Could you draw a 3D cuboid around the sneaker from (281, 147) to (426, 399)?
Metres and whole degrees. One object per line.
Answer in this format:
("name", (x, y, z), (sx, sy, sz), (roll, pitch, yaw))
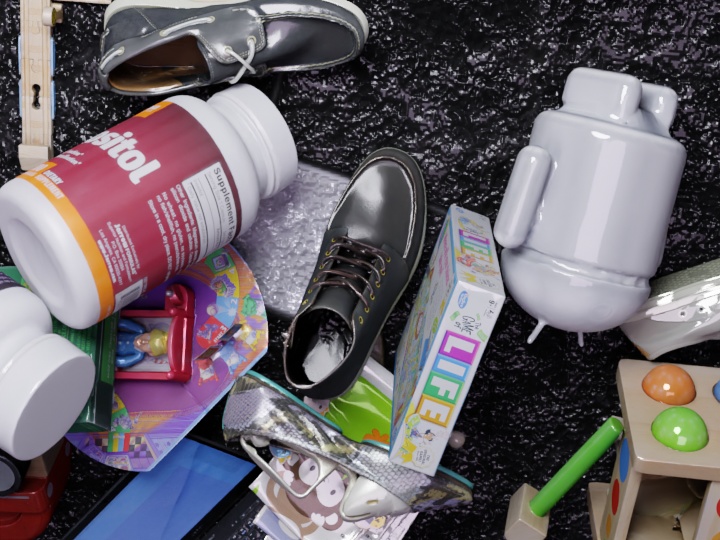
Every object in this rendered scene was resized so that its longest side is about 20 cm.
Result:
("sneaker", (0.000, 0.000, 0.912), (0.074, 0.106, 0.202), (17, 85, 5))

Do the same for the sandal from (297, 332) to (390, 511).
("sandal", (-0.014, 0.117, 1.004), (0.081, 0.055, 0.202), (-4, 92, -2))

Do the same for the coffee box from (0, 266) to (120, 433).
("coffee box", (-0.281, 0.060, 0.933), (0.198, 0.044, 0.124), (-3, 73, 12))

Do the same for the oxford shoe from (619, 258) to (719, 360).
("oxford shoe", (0.293, 0.020, 0.945), (0.198, 0.075, 0.058), (-19, 99, 16))

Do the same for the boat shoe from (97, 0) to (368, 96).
("boat shoe", (-0.093, -0.159, 0.904), (0.198, 0.068, 0.072), (-2, 138, 4))

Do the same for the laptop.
("laptop", (-0.126, 0.249, 1.015), (0.177, 0.103, 0.200), (-44, 83, 15))

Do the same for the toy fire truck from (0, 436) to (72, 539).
("toy fire truck", (-0.327, 0.201, 1.018), (0.174, 0.129, 0.202), (1, 125, 7))

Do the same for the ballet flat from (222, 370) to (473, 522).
("ballet flat", (-0.016, 0.147, 0.925), (0.199, 0.072, 0.073), (26, 107, 4))

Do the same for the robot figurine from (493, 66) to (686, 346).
("robot figurine", (0.168, -0.042, 0.903), (0.168, 0.113, 0.202), (10, 98, -34))

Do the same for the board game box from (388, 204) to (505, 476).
("board game box", (0.060, 0.043, 0.897), (0.034, 0.200, 0.136), (19, 107, -3))

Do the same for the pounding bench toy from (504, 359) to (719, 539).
("pounding bench toy", (0.216, 0.154, 0.945), (0.198, 0.125, 0.157), (5, 121, 1))

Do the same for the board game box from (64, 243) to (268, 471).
("board game box", (-0.173, 0.050, 0.952), (0.200, 0.039, 0.158), (-45, 75, 4))

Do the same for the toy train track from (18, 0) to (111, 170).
("toy train track", (-0.247, -0.172, 0.934), (0.113, 0.033, 0.202), (4, 108, 1))

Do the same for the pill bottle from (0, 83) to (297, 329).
("pill bottle", (-0.146, -0.054, 0.884), (0.199, 0.113, 0.114), (-34, 107, -29))

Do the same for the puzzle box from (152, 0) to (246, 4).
("puzzle box", (-0.112, -0.294, 0.895), (0.132, 0.025, 0.202), (2, 107, 1))

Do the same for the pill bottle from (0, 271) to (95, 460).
("pill bottle", (-0.285, 0.043, 0.853), (0.199, 0.111, 0.112), (30, 107, 16))

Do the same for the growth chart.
("growth chart", (-0.013, 0.170, 0.970), (0.144, 0.018, 0.201), (30, 90, -3))
